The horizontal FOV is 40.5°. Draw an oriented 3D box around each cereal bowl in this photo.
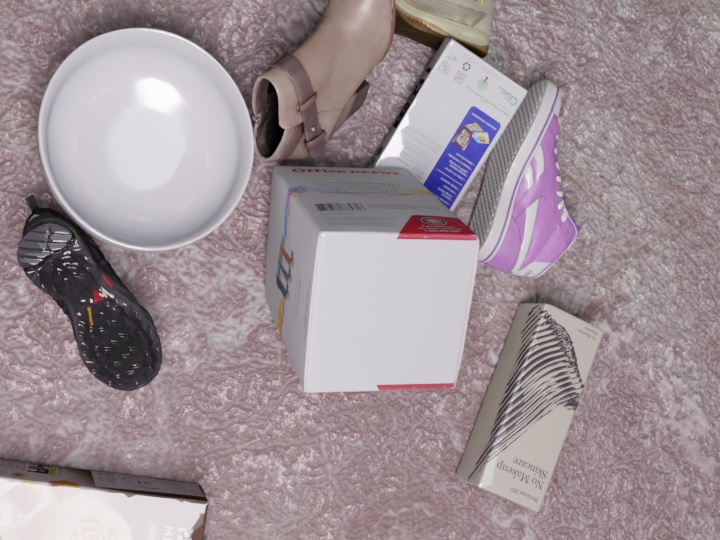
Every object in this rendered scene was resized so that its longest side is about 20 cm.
[{"bbox_3d":[-0.201,-0.116,0.913,0.196,0.083,0.205,1,86,-20],"label":"cereal bowl"}]

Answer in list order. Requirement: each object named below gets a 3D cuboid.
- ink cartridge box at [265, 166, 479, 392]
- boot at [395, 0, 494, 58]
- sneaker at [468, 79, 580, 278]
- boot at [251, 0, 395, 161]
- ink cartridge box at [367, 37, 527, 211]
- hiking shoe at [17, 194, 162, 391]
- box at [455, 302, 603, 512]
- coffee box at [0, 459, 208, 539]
[{"bbox_3d":[0.000,0.000,0.897,0.142,0.200,0.147,0,112,-16],"label":"ink cartridge box"},{"bbox_3d":[0.063,-0.324,1.006,0.197,0.072,0.158,19,84,-20],"label":"boot"},{"bbox_3d":[0.193,-0.092,1.044,0.113,0.073,0.204,19,94,-19],"label":"sneaker"},{"bbox_3d":[-0.040,-0.197,0.920,0.146,0.070,0.203,-34,142,-42],"label":"boot"},{"bbox_3d":[0.076,-0.125,1.004,0.098,0.039,0.202,30,99,-13],"label":"ink cartridge box"},{"bbox_3d":[-0.244,0.020,0.902,0.075,0.101,0.202,-25,125,-4],"label":"hiking shoe"},{"bbox_3d":[0.178,0.141,1.030,0.081,0.068,0.203,23,82,-14],"label":"box"},{"bbox_3d":[-0.247,0.247,0.895,0.196,0.080,0.117,10,86,-16],"label":"coffee box"}]
